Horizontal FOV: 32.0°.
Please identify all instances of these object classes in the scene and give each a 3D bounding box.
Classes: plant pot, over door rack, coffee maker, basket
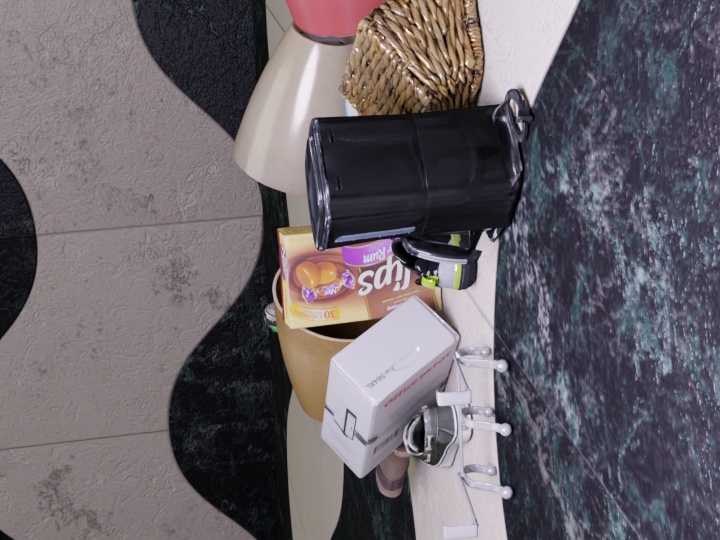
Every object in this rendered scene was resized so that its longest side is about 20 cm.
[{"bbox_3d":[-0.069,-0.236,1.726,0.188,0.184,0.202,-108,28,-52],"label":"plant pot"},{"bbox_3d":[-0.032,-0.416,1.623,0.202,0.197,0.179,-107,5,-48],"label":"plant pot"},{"bbox_3d":[0.121,0.171,1.284,0.200,0.065,0.150,-44,-49,-76],"label":"over door rack"},{"bbox_3d":[0.047,-0.104,1.230,0.136,0.197,0.194,-106,15,-44],"label":"coffee maker"},{"bbox_3d":[0.081,-0.223,1.373,0.143,0.148,0.200,49,164,6],"label":"basket"},{"bbox_3d":[-0.029,0.102,1.680,0.188,0.183,0.202,-106,17,-48],"label":"plant pot"}]

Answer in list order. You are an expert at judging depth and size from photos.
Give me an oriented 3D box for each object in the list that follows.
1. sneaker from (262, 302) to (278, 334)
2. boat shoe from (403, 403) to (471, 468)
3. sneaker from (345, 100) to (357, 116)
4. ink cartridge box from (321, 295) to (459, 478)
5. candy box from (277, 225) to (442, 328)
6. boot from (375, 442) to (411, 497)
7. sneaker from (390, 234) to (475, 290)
[{"bbox_3d":[-0.045,0.033,1.772,0.078,0.197,0.086,-104,-5,-54],"label":"sneaker"},{"bbox_3d":[0.086,0.200,1.552,0.200,0.063,0.072,107,156,-67],"label":"boat shoe"},{"bbox_3d":[0.030,-0.224,1.646,0.200,0.079,0.078,-57,-36,-74],"label":"sneaker"},{"bbox_3d":[0.033,0.144,1.548,0.084,0.145,0.201,43,152,21],"label":"ink cartridge box"},{"bbox_3d":[0.000,0.000,1.553,0.056,0.197,0.119,-144,50,-72],"label":"candy box"},{"bbox_3d":[0.050,0.250,1.740,0.201,0.069,0.148,-85,2,-65],"label":"boot"},{"bbox_3d":[0.073,-0.045,1.447,0.201,0.081,0.073,-111,19,-58],"label":"sneaker"}]
